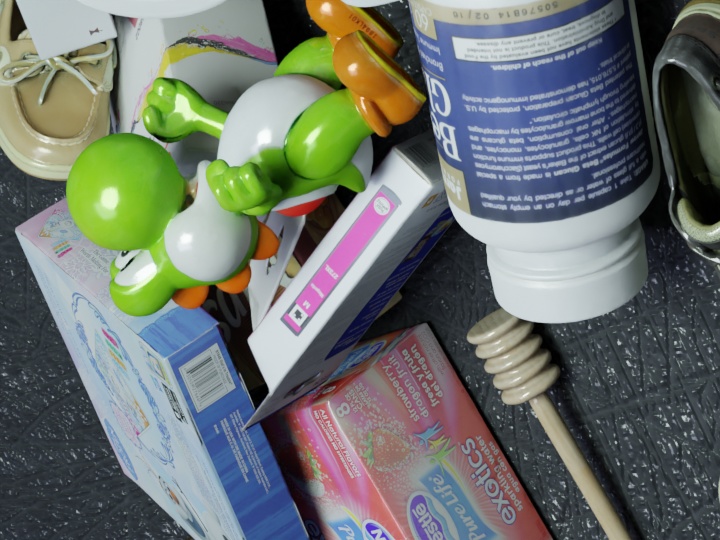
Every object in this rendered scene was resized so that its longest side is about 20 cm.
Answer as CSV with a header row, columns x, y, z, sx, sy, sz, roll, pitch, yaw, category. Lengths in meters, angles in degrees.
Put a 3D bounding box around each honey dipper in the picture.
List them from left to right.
x,y,z,sx,sy,sz,roll,pitch,yaw,category
0.125,0.111,1.618,0.038,0.038,0.200,-17,109,51,honey dipper

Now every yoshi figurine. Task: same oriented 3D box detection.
x,y,z,sx,sy,sz,roll,pitch,yaw,category
-0.071,-0.062,1.445,0.200,0.112,0.112,-43,78,16,yoshi figurine

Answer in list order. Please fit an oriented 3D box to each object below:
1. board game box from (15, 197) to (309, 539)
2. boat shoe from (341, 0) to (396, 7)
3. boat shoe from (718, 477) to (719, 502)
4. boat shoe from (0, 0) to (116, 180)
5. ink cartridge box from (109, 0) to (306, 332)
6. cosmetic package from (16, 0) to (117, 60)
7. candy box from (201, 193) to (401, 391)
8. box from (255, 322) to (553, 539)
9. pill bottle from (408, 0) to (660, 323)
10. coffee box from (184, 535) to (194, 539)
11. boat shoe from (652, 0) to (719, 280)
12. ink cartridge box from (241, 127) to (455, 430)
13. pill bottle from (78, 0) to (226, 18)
x,y,z,sx,sy,sz,roll,pitch,yaw,category
-0.113,0.078,1.690,0.199,0.043,0.201,35,152,50,board game box
0.068,-0.185,1.339,0.199,0.074,0.065,-21,129,9,boat shoe
0.266,0.094,1.436,0.062,0.071,0.200,20,151,-29,boat shoe
-0.178,-0.138,1.631,0.063,0.073,0.201,109,156,-48,boat shoe
-0.089,-0.075,1.580,0.117,0.067,0.201,113,150,-48,ink cartridge box
-0.189,-0.232,1.540,0.200,0.051,0.151,75,176,-58,cosmetic package
-0.074,0.009,1.726,0.116,0.055,0.200,56,142,-4,candy box
0.031,0.145,1.691,0.102,0.095,0.201,-18,106,51,box
0.091,-0.079,1.437,0.111,0.111,0.201,14,128,39,pill bottle
-0.053,0.261,1.858,0.200,0.113,0.080,41,141,13,coffee box
0.183,-0.034,1.414,0.072,0.066,0.202,6,123,43,boat shoe
0.000,0.000,1.561,0.037,0.095,0.200,43,122,12,ink cartridge box
-0.102,-0.237,1.439,0.112,0.201,0.112,1,150,1,pill bottle
